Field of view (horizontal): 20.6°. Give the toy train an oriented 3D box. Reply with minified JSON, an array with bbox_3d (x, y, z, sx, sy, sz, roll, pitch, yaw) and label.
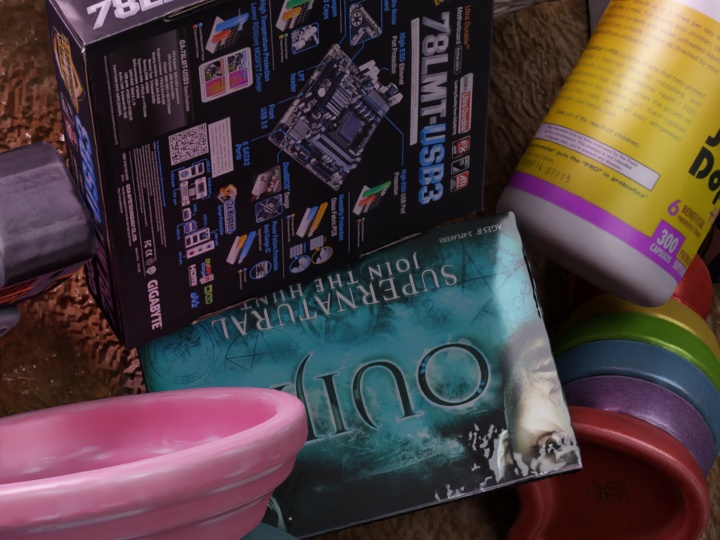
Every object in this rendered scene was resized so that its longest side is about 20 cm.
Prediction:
[{"bbox_3d":[-0.211,0.004,0.864,0.200,0.114,0.085,-19,81,-39],"label":"toy train"}]

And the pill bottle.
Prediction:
[{"bbox_3d":[0.160,-0.089,1.034,0.104,0.104,0.200,30,88,-21],"label":"pill bottle"}]

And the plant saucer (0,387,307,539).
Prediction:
[{"bbox_3d":[-0.119,0.094,0.845,0.200,0.200,0.051,-13,98,-38],"label":"plant saucer"}]

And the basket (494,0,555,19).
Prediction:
[{"bbox_3d":[0.062,-0.243,1.065,0.198,0.161,0.200,-19,77,-20],"label":"basket"}]

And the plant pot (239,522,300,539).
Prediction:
[{"bbox_3d":[-0.085,0.203,0.825,0.200,0.200,0.188,52,36,-5],"label":"plant pot"}]

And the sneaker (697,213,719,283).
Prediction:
[{"bbox_3d":[0.224,-0.053,1.161,0.074,0.200,0.081,-13,66,2],"label":"sneaker"}]

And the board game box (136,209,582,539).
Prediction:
[{"bbox_3d":[-0.003,0.058,0.976,0.200,0.028,0.136,-14,80,-7],"label":"board game box"}]

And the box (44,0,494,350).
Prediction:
[{"bbox_3d":[-0.035,-0.074,0.898,0.198,0.200,0.050,-24,53,-19],"label":"box"}]

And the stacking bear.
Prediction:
[{"bbox_3d":[0.148,0.056,1.098,0.200,0.114,0.122,-71,156,-45],"label":"stacking bear"}]

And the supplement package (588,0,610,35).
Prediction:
[{"bbox_3d":[0.258,-0.135,1.254,0.200,0.114,0.110,14,61,-29],"label":"supplement package"}]
